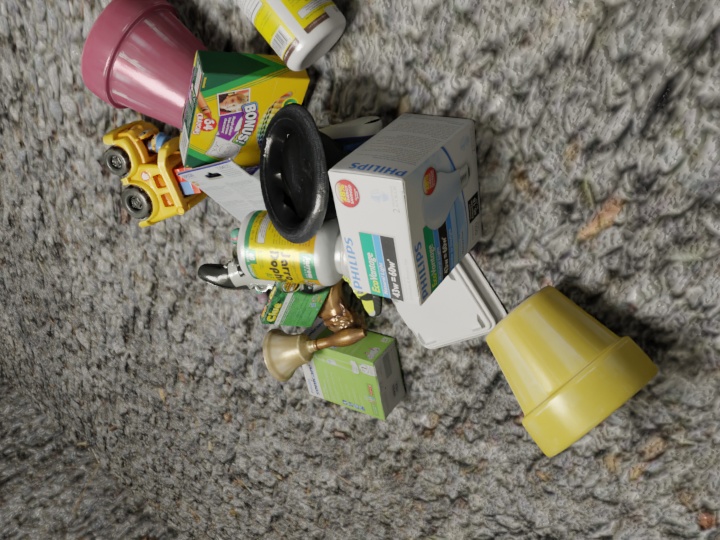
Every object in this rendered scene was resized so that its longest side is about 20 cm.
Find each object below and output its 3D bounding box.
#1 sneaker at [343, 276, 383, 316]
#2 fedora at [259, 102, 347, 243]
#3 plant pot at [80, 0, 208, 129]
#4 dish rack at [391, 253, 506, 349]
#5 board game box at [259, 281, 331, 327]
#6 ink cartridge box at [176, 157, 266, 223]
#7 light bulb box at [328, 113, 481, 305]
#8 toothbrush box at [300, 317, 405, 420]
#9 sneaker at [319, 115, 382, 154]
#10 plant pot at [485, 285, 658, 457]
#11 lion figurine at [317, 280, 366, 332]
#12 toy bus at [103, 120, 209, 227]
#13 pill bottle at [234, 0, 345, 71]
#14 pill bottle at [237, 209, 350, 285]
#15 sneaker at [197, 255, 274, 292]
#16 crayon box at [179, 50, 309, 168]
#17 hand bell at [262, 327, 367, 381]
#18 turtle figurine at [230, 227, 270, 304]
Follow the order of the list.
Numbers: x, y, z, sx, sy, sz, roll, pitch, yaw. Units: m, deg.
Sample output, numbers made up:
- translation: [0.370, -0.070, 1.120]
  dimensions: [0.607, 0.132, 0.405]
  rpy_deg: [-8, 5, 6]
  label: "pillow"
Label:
- translation: [0.000, 0.000, 1.194]
  dimensions: [0.075, 0.076, 0.202]
  rpy_deg: [-3, 132, 12]
  label: "sneaker"
- translation: [-0.072, -0.141, 1.008]
  dimensions: [0.199, 0.091, 0.204]
  rpy_deg: [6, 97, 53]
  label: "fedora"
- translation: [-0.334, -0.339, 1.155]
  dimensions: [0.178, 0.201, 0.201]
  rpy_deg: [33, 138, 4]
  label: "plant pot"
- translation: [0.135, 0.057, 1.172]
  dimensions: [0.199, 0.044, 0.173]
  rpy_deg: [-24, 104, 48]
  label: "dish rack"
- translation: [-0.102, 0.023, 1.229]
  dimensions: [0.201, 0.103, 0.024]
  rpy_deg: [-61, 38, 33]
  label: "board game box"
- translation: [-0.187, -0.131, 1.166]
  dimensions: [0.199, 0.041, 0.198]
  rpy_deg: [39, 157, -34]
  label: "ink cartridge box"
- translation: [0.073, -0.093, 0.987]
  dimensions: [0.123, 0.200, 0.201]
  rpy_deg: [13, 129, 33]
  label: "light bulb box"
- translation: [-0.021, 0.196, 1.381]
  dimensions: [0.198, 0.086, 0.147]
  rpy_deg: [10, 127, 34]
  label: "toothbrush box"
- translation: [-0.024, -0.158, 1.096]
  dimensions: [0.198, 0.080, 0.149]
  rpy_deg: [0, 110, 48]
  label: "sneaker"
- translation: [0.291, 0.134, 1.000]
  dimensions: [0.190, 0.199, 0.202]
  rpy_deg: [52, 142, 18]
  label: "plant pot"
- translation: [-0.055, 0.037, 1.296]
  dimensions: [0.121, 0.072, 0.202]
  rpy_deg: [14, 130, 37]
  label: "lion figurine"
- translation: [-0.385, -0.204, 1.360]
  dimensions: [0.190, 0.136, 0.202]
  rpy_deg: [-7, 114, 29]
  label: "toy bus"
- translation: [-0.119, -0.397, 0.983]
  dimensions: [0.201, 0.109, 0.109]
  rpy_deg: [50, 139, -4]
  label: "pill bottle"
- translation: [-0.083, -0.035, 1.078]
  dimensions: [0.197, 0.113, 0.114]
  rpy_deg: [5, 126, 18]
  label: "pill bottle"
- translation: [-0.203, -0.011, 1.272]
  dimensions: [0.197, 0.074, 0.090]
  rpy_deg: [5, 114, -2]
  label: "sneaker"
- translation: [-0.193, -0.254, 1.113]
  dimensions: [0.201, 0.170, 0.059]
  rpy_deg: [-60, 42, 48]
  label: "crayon box"
- translation: [-0.076, 0.137, 1.291]
  dimensions: [0.198, 0.104, 0.105]
  rpy_deg: [-18, 110, 27]
  label: "hand bell"
- translation: [-0.207, -0.029, 1.363]
  dimensions: [0.148, 0.101, 0.202]
  rpy_deg: [1, 127, 40]
  label: "turtle figurine"
